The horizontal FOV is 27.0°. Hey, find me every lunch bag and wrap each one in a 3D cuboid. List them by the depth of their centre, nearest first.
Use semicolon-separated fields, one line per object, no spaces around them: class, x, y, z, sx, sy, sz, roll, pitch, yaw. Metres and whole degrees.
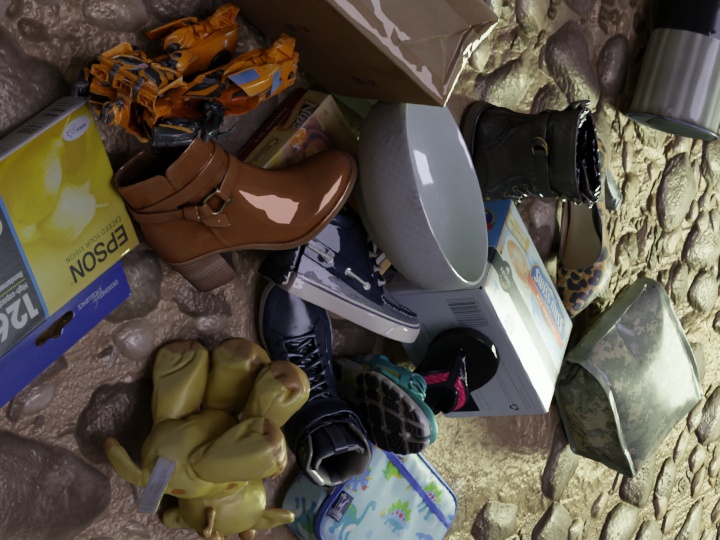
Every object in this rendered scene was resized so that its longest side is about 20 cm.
lunch bag;0.014;0.253;1.611;0.161;0.082;0.200;-54;134;-21
lunch bag;0.322;0.123;1.846;0.164;0.117;0.201;-43;131;-26

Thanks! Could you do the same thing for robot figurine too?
robot figurine;-0.152;-0.171;1.300;0.200;0.144;0.059;-32;145;-47

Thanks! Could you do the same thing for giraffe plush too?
giraffe plush;-0.131;0.184;1.417;0.201;0.171;0.163;-53;148;-25

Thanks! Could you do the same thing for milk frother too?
milk frother;0.451;-0.250;1.814;0.180;0.199;0.190;13;92;-48

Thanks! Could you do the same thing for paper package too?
paper package;-0.008;-0.243;1.351;0.190;0.199;0.104;39;77;-30

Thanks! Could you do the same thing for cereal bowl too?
cereal bowl;0.049;-0.073;1.441;0.200;0.083;0.202;51;30;-46

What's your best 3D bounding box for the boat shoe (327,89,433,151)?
boat shoe;0.049;-0.167;1.540;0.200;0.070;0.064;35;78;-41

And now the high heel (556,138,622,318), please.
high heel;0.250;-0.058;1.753;0.143;0.071;0.201;53;48;-45

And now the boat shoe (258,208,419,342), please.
boat shoe;0.000;0.000;1.457;0.199;0.074;0.093;25;93;-42

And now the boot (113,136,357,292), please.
boot;-0.112;-0.083;1.347;0.199;0.077;0.156;-29;134;6

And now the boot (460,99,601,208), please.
boot;0.185;-0.091;1.616;0.069;0.173;0.202;-20;114;-38

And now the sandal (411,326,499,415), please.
sandal;0.080;0.125;1.572;0.075;0.200;0.045;31;47;-10

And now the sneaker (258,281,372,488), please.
sneaker;-0.043;0.114;1.468;0.076;0.146;0.204;-14;112;-12

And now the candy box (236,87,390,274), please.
candy box;-0.036;-0.067;1.494;0.116;0.055;0.201;-48;130;-20

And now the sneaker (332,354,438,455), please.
sneaker;0.032;0.123;1.509;0.079;0.200;0.078;-12;109;-20

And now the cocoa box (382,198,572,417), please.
cocoa box;0.125;0.043;1.603;0.201;0.132;0.132;59;40;-36

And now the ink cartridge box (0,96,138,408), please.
ink cartridge box;-0.273;-0.012;1.268;0.198;0.047;0.202;-46;126;-42
